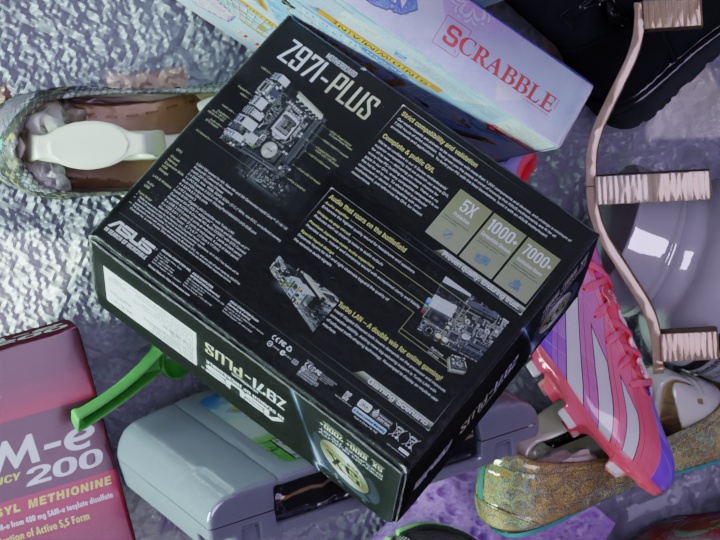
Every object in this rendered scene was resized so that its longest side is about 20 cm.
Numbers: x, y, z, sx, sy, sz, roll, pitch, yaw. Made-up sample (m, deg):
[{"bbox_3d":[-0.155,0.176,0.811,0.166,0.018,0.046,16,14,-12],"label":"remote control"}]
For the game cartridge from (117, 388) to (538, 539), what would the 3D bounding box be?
[{"bbox_3d":[-0.022,0.088,1.295,0.200,0.133,0.041,-16,109,-27],"label":"game cartridge"}]

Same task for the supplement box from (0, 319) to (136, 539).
[{"bbox_3d":[-0.180,0.137,1.304,0.109,0.061,0.200,-16,95,-12],"label":"supplement box"}]

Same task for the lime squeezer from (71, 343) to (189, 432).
[{"bbox_3d":[-0.069,0.044,1.314,0.200,0.071,0.038,-9,107,-21],"label":"lime squeezer"}]

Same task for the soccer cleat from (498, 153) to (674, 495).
[{"bbox_3d":[0.116,0.027,1.293,0.076,0.067,0.200,-37,80,0],"label":"soccer cleat"}]

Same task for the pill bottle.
[{"bbox_3d":[0.227,0.014,1.369,0.200,0.111,0.112,22,87,-13],"label":"pill bottle"}]

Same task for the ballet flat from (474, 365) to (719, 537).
[{"bbox_3d":[0.151,0.089,1.357,0.200,0.071,0.071,-19,97,-26],"label":"ballet flat"}]

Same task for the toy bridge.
[{"bbox_3d":[0.154,-0.044,1.291,0.067,0.027,0.201,-3,94,6],"label":"toy bridge"}]

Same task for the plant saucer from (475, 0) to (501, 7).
[{"bbox_3d":[0.060,-0.229,1.286,0.200,0.200,0.027,-57,139,-5],"label":"plant saucer"}]

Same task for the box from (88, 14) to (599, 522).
[{"bbox_3d":[-0.010,-0.002,1.218,0.200,0.086,0.164,35,70,11],"label":"box"}]

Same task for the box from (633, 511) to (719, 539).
[{"bbox_3d":[0.178,0.206,1.320,0.095,0.200,0.100,-12,96,33],"label":"box"}]

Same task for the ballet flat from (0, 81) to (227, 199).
[{"bbox_3d":[-0.104,-0.068,1.310,0.200,0.072,0.072,-3,93,-14],"label":"ballet flat"}]

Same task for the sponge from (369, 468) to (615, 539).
[{"bbox_3d":[0.046,0.192,1.377,0.111,0.030,0.200,37,84,-13],"label":"sponge"}]

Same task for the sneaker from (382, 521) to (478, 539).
[{"bbox_3d":[0.079,0.219,1.328,0.077,0.084,0.200,-39,102,-10],"label":"sneaker"}]

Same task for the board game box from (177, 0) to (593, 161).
[{"bbox_3d":[0.000,-0.126,1.264,0.200,0.199,0.041,34,80,-13],"label":"board game box"}]

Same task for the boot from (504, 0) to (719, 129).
[{"bbox_3d":[0.164,-0.192,1.325,0.200,0.076,0.168,-46,137,-3],"label":"boot"}]
